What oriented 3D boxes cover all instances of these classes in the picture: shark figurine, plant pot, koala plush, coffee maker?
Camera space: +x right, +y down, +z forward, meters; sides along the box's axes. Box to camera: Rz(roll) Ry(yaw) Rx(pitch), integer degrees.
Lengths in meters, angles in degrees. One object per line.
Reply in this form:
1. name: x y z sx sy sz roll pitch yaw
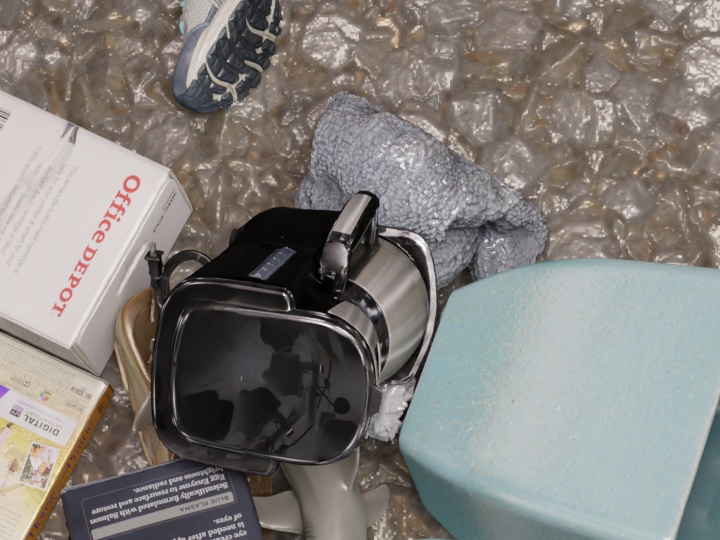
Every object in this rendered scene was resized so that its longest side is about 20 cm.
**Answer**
1. shark figurine: -0.043 0.115 1.701 0.215 0.090 0.128 49 49 8
2. plant pot: 0.138 0.105 1.653 0.199 0.196 0.197 13 66 17
3. koala plush: 0.000 0.000 1.736 0.177 0.184 0.200 31 90 16
4. coffee maker: -0.062 0.045 1.591 0.191 0.200 0.135 -14 100 17

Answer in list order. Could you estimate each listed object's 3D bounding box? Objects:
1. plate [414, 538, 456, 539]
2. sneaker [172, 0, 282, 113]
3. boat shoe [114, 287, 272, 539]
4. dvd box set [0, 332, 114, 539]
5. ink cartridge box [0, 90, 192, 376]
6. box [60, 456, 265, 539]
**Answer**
1. plate: 0.057 0.257 1.672 0.199 0.026 0.201 2 54 -3
2. sneaker: -0.101 -0.204 1.871 0.086 0.078 0.201 11 66 24
3. boat shoe: -0.117 0.111 1.761 0.072 0.065 0.201 -21 87 -22
4. dvd box set: -0.280 0.139 1.790 0.146 0.029 0.200 23 75 14
5. ink cartridge box: -0.241 -0.035 1.817 0.200 0.083 0.147 26 77 16
6. box: -0.095 0.251 1.570 0.117 0.197 0.200 -15 52 -6
